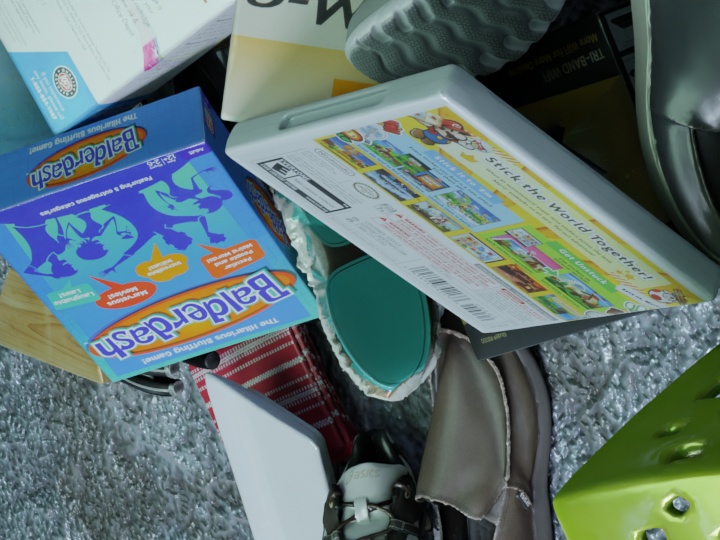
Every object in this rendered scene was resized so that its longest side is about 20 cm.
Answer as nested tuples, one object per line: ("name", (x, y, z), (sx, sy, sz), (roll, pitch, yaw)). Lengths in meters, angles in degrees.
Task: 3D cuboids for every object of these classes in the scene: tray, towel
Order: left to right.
("towel", (-0.077, 0.045, 1.692), (0.144, 0.022, 0.201), (-29, 84, 55))
("tray", (-0.041, 0.151, 1.661), (0.107, 0.022, 0.201), (31, 149, 37))

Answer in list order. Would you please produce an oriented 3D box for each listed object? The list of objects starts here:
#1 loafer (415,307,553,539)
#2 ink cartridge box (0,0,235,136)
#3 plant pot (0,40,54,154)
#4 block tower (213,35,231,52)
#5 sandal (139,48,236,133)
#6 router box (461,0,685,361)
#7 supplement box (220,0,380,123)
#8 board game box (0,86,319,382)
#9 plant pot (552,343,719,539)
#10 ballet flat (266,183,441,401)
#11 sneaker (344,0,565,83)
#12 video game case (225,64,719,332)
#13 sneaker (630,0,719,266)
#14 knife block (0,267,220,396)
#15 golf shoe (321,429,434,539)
("loafer", (0.070, 0.118, 1.511), (0.073, 0.071, 0.201), (8, 115, 48))
("ink cartridge box", (-0.120, -0.179, 1.467), (0.200, 0.068, 0.116), (-33, 85, 30))
("plant pot", (-0.239, -0.192, 1.637), (0.200, 0.200, 0.188), (51, 125, 18))
("block tower", (-0.048, -0.192, 1.505), (0.200, 0.058, 0.054), (-32, 84, 51))
("sandal", (-0.126, -0.135, 1.549), (0.076, 0.043, 0.201), (-11, 105, 52))
("router box", (0.111, -0.047, 1.392), (0.200, 0.052, 0.158), (-21, 92, 53))
("supplement box", (0.005, -0.170, 1.343), (0.125, 0.074, 0.201), (8, 96, 9))
("board game box", (-0.125, -0.017, 1.544), (0.200, 0.151, 0.045), (55, -159, -52))
("plant pot", (0.243, 0.128, 1.203), (0.181, 0.199, 0.201), (-23, 99, 47))
("ballet flat", (0.000, 0.000, 1.520), (0.072, 0.071, 0.201), (-60, 42, 46))
("sneaker", (0.073, -0.167, 1.273), (0.200, 0.075, 0.082), (-36, 45, 17))
("video game case", (0.057, -0.031, 1.303), (0.200, 0.023, 0.182), (35, 154, -29))
("sneaker", (0.193, -0.096, 1.247), (0.106, 0.075, 0.201), (2, 109, 53))
("knife block", (-0.171, 0.043, 1.746), (0.176, 0.064, 0.200), (56, 147, 21))
("golf shoe", (0.001, 0.169, 1.533), (0.077, 0.200, 0.095), (-8, 114, 5))
